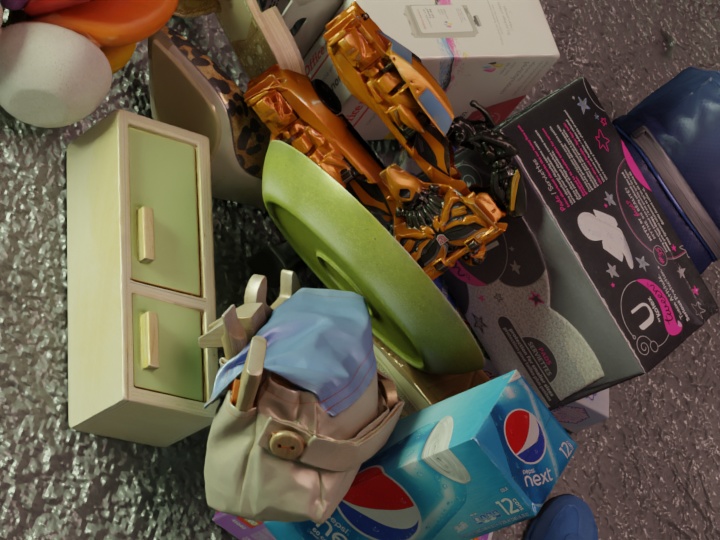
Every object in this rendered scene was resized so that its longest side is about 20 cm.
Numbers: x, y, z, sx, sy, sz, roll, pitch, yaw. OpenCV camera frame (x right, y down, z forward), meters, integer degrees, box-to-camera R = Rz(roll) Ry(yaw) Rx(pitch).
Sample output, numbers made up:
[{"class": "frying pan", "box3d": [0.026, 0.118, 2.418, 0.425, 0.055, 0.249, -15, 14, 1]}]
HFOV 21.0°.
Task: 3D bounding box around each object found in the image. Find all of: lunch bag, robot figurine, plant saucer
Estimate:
[{"class": "lunch bag", "box3d": [0.263, -0.078, 1.601, 0.136, 0.132, 0.200, 56, 4, -5]}, {"class": "robot figurine", "box3d": [0.020, -0.073, 1.313, 0.200, 0.145, 0.058, 48, 22, -17]}, {"class": "plant saucer", "box3d": [0.000, 0.000, 1.253, 0.031, 0.200, 0.200, -43, 103, -8]}]

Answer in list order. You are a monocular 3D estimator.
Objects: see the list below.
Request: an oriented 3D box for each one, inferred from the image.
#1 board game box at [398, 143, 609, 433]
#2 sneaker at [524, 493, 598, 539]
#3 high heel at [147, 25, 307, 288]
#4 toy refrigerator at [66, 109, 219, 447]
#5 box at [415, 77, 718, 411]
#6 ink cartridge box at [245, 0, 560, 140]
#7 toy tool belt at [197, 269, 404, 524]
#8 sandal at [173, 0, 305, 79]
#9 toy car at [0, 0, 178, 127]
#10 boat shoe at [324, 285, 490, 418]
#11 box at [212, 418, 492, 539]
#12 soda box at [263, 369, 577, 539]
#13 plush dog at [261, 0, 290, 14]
[{"class": "board game box", "box3d": [0.112, -0.001, 1.509, 0.199, 0.041, 0.201, 26, 53, -32]}, {"class": "sneaker", "box3d": [0.152, 0.241, 1.398, 0.066, 0.078, 0.201, 39, 46, -19]}, {"class": "high heel", "box3d": [-0.070, -0.097, 1.373, 0.142, 0.071, 0.201, -37, 100, -52]}, {"class": "toy refrigerator", "box3d": [-0.139, 0.004, 1.249, 0.076, 0.070, 0.201, 16, 59, -38]}, {"class": "box", "box3d": [0.140, -0.013, 1.415, 0.115, 0.132, 0.201, -32, 92, -43]}, {"class": "ink cartridge box", "box3d": [0.029, -0.150, 1.421, 0.199, 0.117, 0.068, -4, 64, -28]}, {"class": "toy tool belt", "box3d": [-0.035, 0.057, 1.192, 0.200, 0.124, 0.123, -66, 154, -60]}, {"class": "sandal", "box3d": [-0.121, -0.203, 1.369, 0.069, 0.078, 0.212, -26, 78, -28]}, {"class": "toy car", "box3d": [-0.205, -0.205, 1.234, 0.200, 0.150, 0.176, 29, 52, -30]}, {"class": "boat shoe", "box3d": [0.030, 0.061, 1.362, 0.072, 0.065, 0.200, -17, 50, -29]}, {"class": "box", "box3d": [0.003, 0.162, 1.324, 0.200, 0.039, 0.137, 39, 47, -22]}, {"class": "soda box", "box3d": [0.034, 0.132, 1.193, 0.064, 0.200, 0.068, 50, 45, -12]}, {"class": "plush dog", "box3d": [-0.039, -0.287, 1.470, 0.172, 0.160, 0.201, -78, 153, -52]}]
